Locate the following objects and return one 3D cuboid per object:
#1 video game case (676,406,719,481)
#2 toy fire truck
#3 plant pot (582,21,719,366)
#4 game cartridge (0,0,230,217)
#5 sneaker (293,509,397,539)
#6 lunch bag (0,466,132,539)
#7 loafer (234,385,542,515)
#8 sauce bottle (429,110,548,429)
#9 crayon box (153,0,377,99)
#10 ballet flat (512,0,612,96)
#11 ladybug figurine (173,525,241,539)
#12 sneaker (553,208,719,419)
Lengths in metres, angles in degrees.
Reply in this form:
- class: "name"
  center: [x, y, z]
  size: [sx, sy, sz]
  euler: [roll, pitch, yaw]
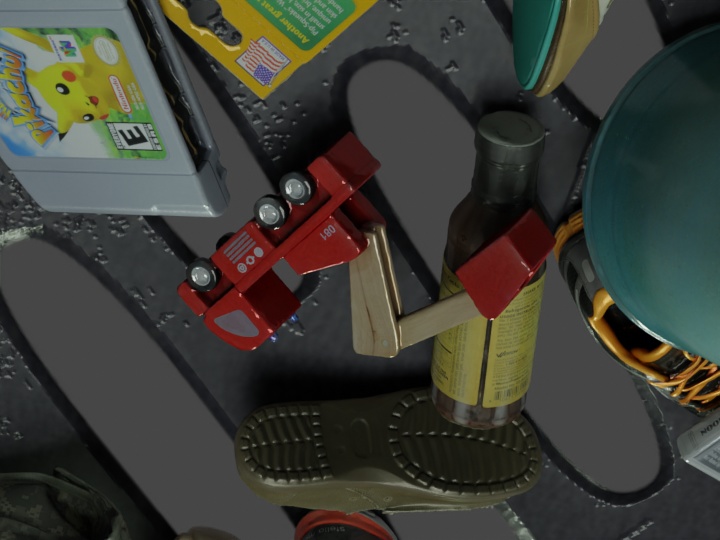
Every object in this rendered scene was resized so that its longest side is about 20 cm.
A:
- class: "video game case"
  center: [0.323, 0.095, 1.425]
  size: [0.182, 0.023, 0.200]
  euler: [-39, 134, 23]
- class: "toy fire truck"
  center: [0.000, 0.000, 1.334]
  size: [0.141, 0.049, 0.200]
  euler: [48, 122, -1]
- class: "plant pot"
  center: [0.244, -0.022, 1.238]
  size: [0.199, 0.188, 0.201]
  euler: [-4, 106, -14]
- class: "game cartridge"
  center: [-0.161, -0.109, 1.276]
  size: [0.133, 0.041, 0.200]
  euler: [5, 136, 27]
- class: "sneaker"
  center: [0.036, 0.235, 1.520]
  size: [0.200, 0.082, 0.077]
  euler: [31, 119, -20]
- class: "lunch bag"
  center: [-0.210, 0.218, 1.473]
  size: [0.199, 0.118, 0.164]
  euler: [-4, 127, 20]
- class: "loafer"
  center: [0.015, 0.115, 1.447]
  size: [0.199, 0.076, 0.067]
  euler: [5, 160, -12]
- class: "sauce bottle"
  center: [0.081, 0.000, 1.368]
  size: [0.064, 0.065, 0.201]
  euler: [4, 125, -3]
- class: "crayon box"
  center: [-0.026, -0.202, 1.234]
  size: [0.200, 0.052, 0.126]
  euler: [-39, 116, 23]
- class: "ballet flat"
  center: [0.121, -0.184, 1.242]
  size: [0.063, 0.069, 0.201]
  euler: [-7, 127, -12]
- class: "ladybug figurine"
  center: [-0.052, 0.243, 1.490]
  size: [0.200, 0.136, 0.072]
  euler: [41, 80, -12]
- class: "sneaker"
  center: [0.191, 0.045, 1.393]
  size: [0.200, 0.077, 0.078]
  euler: [37, 115, -25]
